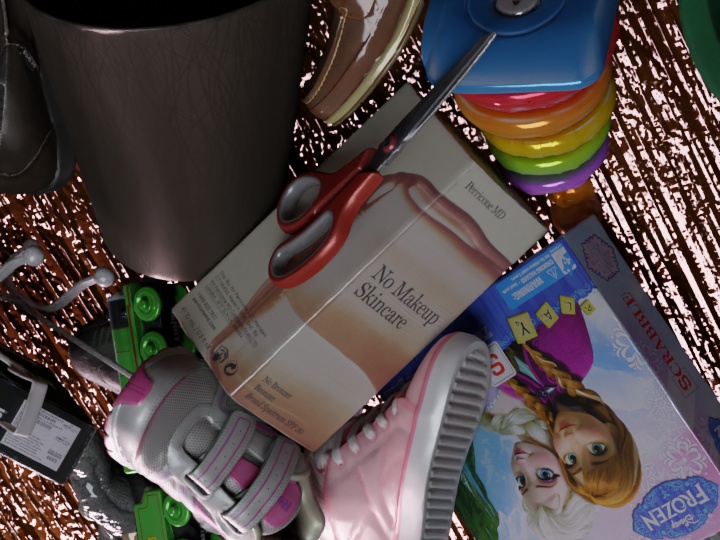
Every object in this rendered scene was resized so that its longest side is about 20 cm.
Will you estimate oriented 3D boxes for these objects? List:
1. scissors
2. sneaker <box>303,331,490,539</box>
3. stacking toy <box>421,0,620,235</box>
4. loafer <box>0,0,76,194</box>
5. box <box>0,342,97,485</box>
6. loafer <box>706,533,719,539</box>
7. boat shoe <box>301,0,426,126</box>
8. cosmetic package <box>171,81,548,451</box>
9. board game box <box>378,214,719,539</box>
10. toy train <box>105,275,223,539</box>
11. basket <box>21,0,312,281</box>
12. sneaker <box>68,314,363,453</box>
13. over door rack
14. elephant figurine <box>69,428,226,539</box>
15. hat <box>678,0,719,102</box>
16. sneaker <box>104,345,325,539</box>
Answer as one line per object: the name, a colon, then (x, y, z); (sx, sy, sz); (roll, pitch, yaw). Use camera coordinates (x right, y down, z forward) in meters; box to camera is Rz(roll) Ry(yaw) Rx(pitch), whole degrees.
scissors: (0.012, -0.057, 1.420); (0.014, 0.073, 0.200); (27, 136, -31)
sneaker: (0.012, 0.107, 1.570); (0.104, 0.075, 0.201); (27, 131, 19)
stacking toy: (0.111, -0.089, 1.494); (0.109, 0.116, 0.200); (0, 139, 19)
loafer: (-0.225, -0.136, 1.500); (0.073, 0.071, 0.201); (-11, 101, 40)
box: (-0.273, 0.054, 1.583); (0.200, 0.160, 0.044); (30, 91, -20)
loafer: (0.160, 0.127, 1.640); (0.200, 0.070, 0.075); (37, 129, 4)
boat shoe: (0.010, -0.177, 1.452); (0.067, 0.072, 0.200); (25, 117, -9)
cosmetic package: (0.000, 0.000, 1.511); (0.200, 0.087, 0.103); (-45, 140, 8)
board game box: (0.125, 0.097, 1.556); (0.200, 0.041, 0.200); (-36, 87, 43)
toy train: (-0.127, 0.101, 1.614); (0.056, 0.042, 0.201); (-10, 87, 36)
basket: (-0.105, -0.104, 1.495); (0.180, 0.136, 0.201); (-16, 134, -15)
sneaker: (-0.099, 0.085, 1.654); (0.199, 0.091, 0.067); (17, 126, 0)
over door rack: (-0.199, 0.028, 1.543); (0.148, 0.200, 0.067); (17, 112, -52)
elephant figurine: (-0.132, 0.172, 1.710); (0.141, 0.155, 0.201); (-16, 97, -18)
hat: (0.290, -0.142, 1.457); (0.165, 0.176, 0.201); (-15, 83, 24)
sneaker: (-0.077, 0.114, 1.515); (0.088, 0.082, 0.200); (27, 169, 37)
